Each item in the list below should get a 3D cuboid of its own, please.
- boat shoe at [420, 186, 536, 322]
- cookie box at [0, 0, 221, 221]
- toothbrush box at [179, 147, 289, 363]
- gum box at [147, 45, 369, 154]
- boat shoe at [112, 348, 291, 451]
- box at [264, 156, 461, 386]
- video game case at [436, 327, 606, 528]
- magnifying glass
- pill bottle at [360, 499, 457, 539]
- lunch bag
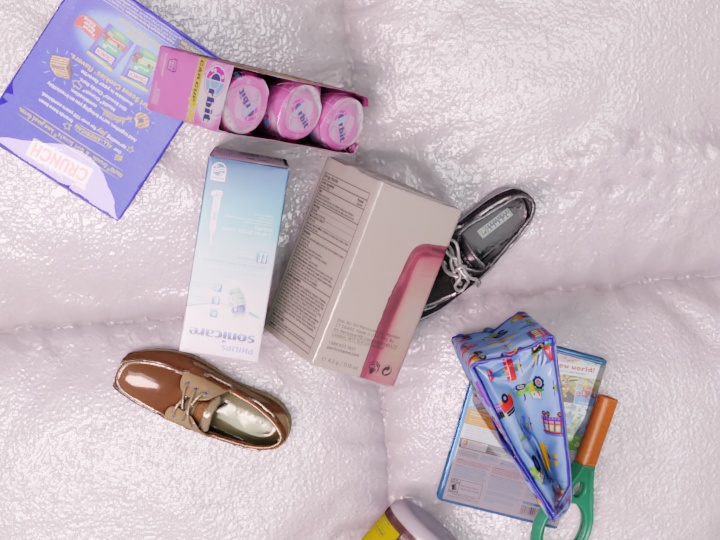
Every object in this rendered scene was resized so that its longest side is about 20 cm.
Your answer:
[{"bbox_3d":[0.110,-0.012,1.492,0.199,0.068,0.074,-36,99,1],"label":"boat shoe"},{"bbox_3d":[-0.266,-0.182,1.434,0.171,0.075,0.200,34,93,-10],"label":"cookie box"},{"bbox_3d":[-0.130,-0.019,1.433,0.085,0.146,0.201,10,96,-6],"label":"toothbrush box"},{"bbox_3d":[-0.097,-0.167,1.387,0.200,0.113,0.066,5,102,-48],"label":"gum box"},{"bbox_3d":[-0.166,0.140,1.488,0.199,0.074,0.076,19,96,-7],"label":"boat shoe"},{"bbox_3d":[0.000,0.000,1.442,0.109,0.128,0.201,18,97,-31],"label":"box"},{"bbox_3d":[0.179,0.177,1.550,0.143,0.018,0.201,15,97,-6],"label":"video game case"},{"bbox_3d":[0.243,0.235,1.548,0.079,0.022,0.201,16,97,-36],"label":"magnifying glass"},{"bbox_3d":[0.019,0.356,1.516,0.109,0.109,0.200,39,93,-9],"label":"pill bottle"},{"bbox_3d":[0.178,0.160,1.462,0.094,0.151,0.201,-20,99,-1],"label":"lunch bag"}]
